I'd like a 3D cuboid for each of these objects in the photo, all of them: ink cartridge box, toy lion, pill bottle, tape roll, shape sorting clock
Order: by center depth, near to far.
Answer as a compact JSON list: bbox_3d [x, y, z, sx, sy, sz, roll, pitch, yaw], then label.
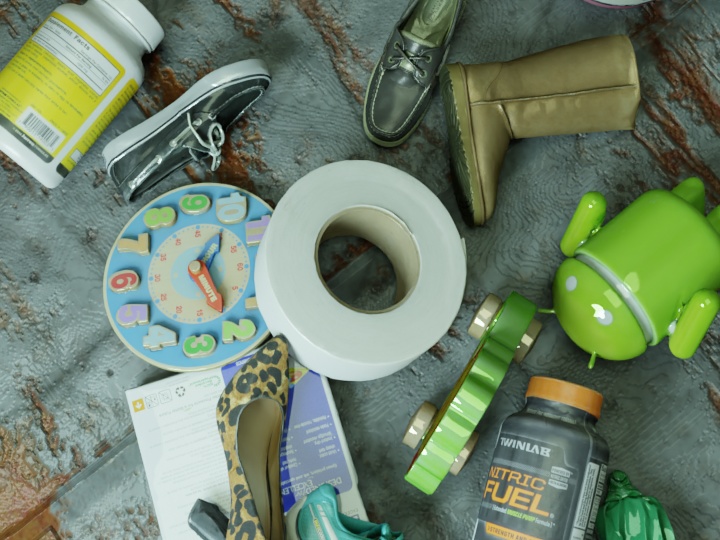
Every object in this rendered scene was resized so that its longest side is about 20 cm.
[{"bbox_3d":[0.101,0.106,0.838,0.068,0.192,0.202,31,81,7],"label":"toy lion"},{"bbox_3d":[0.168,0.203,0.861,0.105,0.106,0.203,15,79,5],"label":"pill bottle"},{"bbox_3d":[0.000,0.000,0.895,0.199,0.071,0.206,5,70,-14],"label":"tape roll"},{"bbox_3d":[-0.109,0.184,0.906,0.195,0.047,0.203,-17,81,-3],"label":"ink cartridge box"},{"bbox_3d":[-0.162,0.002,0.931,0.196,0.039,0.203,-1,67,2],"label":"shape sorting clock"},{"bbox_3d":[-0.294,-0.194,0.950,0.112,0.113,0.201,37,81,8],"label":"pill bottle"}]

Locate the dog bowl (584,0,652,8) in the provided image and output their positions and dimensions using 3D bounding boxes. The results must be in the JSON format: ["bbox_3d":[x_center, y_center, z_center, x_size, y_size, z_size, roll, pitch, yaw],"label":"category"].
[{"bbox_3d":[0.279,-0.372,0.988,0.196,0.074,0.204,0,78,1],"label":"dog bowl"}]

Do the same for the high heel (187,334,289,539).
[{"bbox_3d":[-0.076,0.166,0.816,0.071,0.142,0.203,21,88,-39],"label":"high heel"}]

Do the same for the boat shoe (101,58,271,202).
[{"bbox_3d":[-0.169,-0.140,0.954,0.198,0.074,0.069,-31,75,-4],"label":"boat shoe"}]

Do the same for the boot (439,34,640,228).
[{"bbox_3d":[0.190,-0.144,0.950,0.197,0.066,0.178,-8,93,-7],"label":"boot"}]

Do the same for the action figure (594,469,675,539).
[{"bbox_3d":[0.261,0.288,0.868,0.116,0.055,0.203,-7,72,2],"label":"action figure"}]

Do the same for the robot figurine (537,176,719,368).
[{"bbox_3d":[0.269,0.004,0.892,0.199,0.116,0.176,-38,57,-4],"label":"robot figurine"}]

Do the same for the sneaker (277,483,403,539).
[{"bbox_3d":[0.017,0.273,0.844,0.199,0.077,0.080,41,85,-13],"label":"sneaker"}]

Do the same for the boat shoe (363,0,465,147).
[{"bbox_3d":[0.056,-0.229,0.970,0.071,0.066,0.203,24,80,6],"label":"boat shoe"}]
